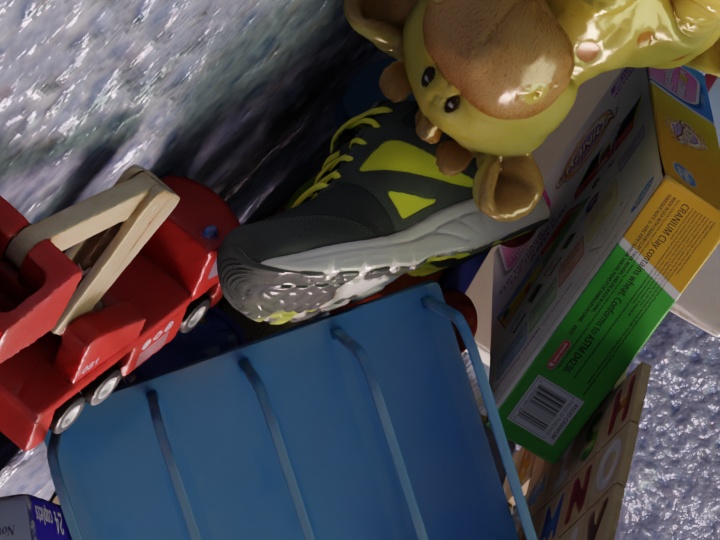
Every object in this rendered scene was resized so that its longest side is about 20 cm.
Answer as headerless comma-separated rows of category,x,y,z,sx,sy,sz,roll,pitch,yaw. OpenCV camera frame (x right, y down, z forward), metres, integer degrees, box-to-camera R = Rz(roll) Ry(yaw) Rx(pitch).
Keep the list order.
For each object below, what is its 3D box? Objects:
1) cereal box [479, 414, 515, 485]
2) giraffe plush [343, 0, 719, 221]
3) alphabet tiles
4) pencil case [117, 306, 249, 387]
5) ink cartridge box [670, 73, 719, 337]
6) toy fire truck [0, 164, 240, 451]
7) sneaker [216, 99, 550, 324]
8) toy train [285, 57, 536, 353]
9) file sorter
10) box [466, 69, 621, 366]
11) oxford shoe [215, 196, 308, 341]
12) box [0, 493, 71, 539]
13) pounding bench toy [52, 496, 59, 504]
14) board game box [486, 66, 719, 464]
cereal box,-0.017,0.154,1.058,0.039,0.143,0.202,-157,-98,-69
giraffe plush,0.084,-0.122,0.958,0.161,0.173,0.200,-33,150,-6
alphabet tiles,0.086,0.129,1.035,0.200,0.007,0.168,123,-13,-55
pencil case,-0.090,0.114,1.115,0.077,0.087,0.201,-14,128,-19
ink cartridge box,0.215,-0.047,1.236,0.146,0.083,0.200,-61,170,7
toy fire truck,-0.113,0.002,0.903,0.200,0.049,0.141,-39,163,-43
sneaker,0.002,-0.033,1.002,0.199,0.085,0.074,-16,171,-46
toy train,0.000,0.000,1.081,0.201,0.084,0.116,-58,133,-21
file sorter,-0.029,0.106,0.959,0.198,0.140,0.123,-19,-174,-6
box,0.121,-0.035,1.283,0.201,0.077,0.095,-59,172,-3
oxford shoe,-0.047,0.028,1.168,0.200,0.075,0.070,-50,168,15
box,-0.168,0.218,1.015,0.104,0.202,0.184,-10,169,4
pounding bench toy,-0.091,0.209,1.306,0.156,0.200,0.125,-31,161,-50
board game box,0.121,-0.016,1.074,0.154,0.040,0.200,-56,-170,23
